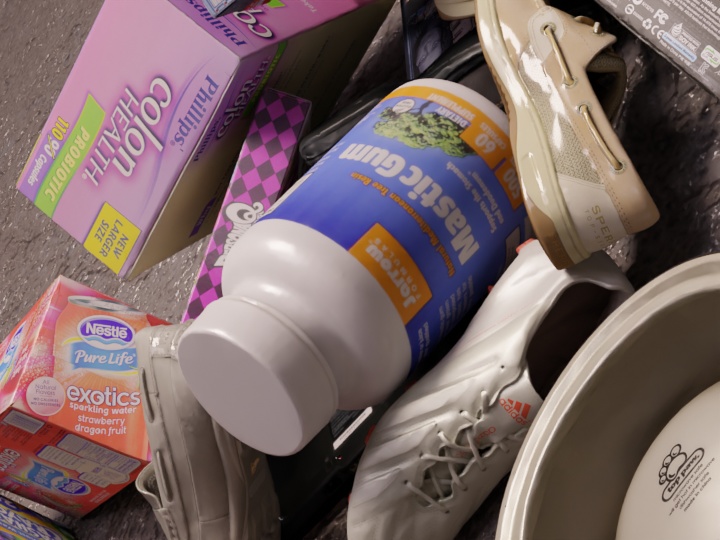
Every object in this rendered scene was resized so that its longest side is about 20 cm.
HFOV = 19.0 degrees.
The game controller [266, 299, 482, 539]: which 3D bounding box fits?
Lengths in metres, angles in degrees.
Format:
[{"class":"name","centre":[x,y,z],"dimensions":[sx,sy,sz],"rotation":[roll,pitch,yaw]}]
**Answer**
[{"class":"game controller","centre":[-0.003,0.069,1.222],"dimensions":[0.200,0.042,0.105],"rotation":[-48,43,25]}]

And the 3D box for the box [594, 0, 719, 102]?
[{"class":"box","centre":[0.176,-0.209,1.059],"dimensions":[0.200,0.047,0.193],"rotation":[44,103,30]}]

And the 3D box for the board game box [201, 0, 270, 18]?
[{"class":"board game box","centre":[-0.006,-0.220,1.227],"dimensions":[0.200,0.062,0.200],"rotation":[-34,-8,11]}]

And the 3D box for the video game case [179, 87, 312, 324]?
[{"class":"video game case","centre":[-0.077,0.018,1.303],"dimensions":[0.181,0.036,0.201],"rotation":[100,-173,-66]}]

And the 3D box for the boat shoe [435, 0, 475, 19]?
[{"class":"boat shoe","centre":[0.115,-0.189,1.162],"dimensions":[0.199,0.065,0.072],"rotation":[-8,20,41]}]

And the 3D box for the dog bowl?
[{"class":"dog bowl","centre":[0.145,0.096,0.876],"dimensions":[0.200,0.074,0.201],"rotation":[-43,31,33]}]

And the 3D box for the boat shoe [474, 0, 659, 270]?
[{"class":"boat shoe","centre":[0.104,-0.092,1.075],"dimensions":[0.065,0.072,0.201],"rotation":[-21,49,14]}]

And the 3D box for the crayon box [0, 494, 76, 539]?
[{"class":"crayon box","centre":[-0.228,0.194,1.385],"dimensions":[0.052,0.126,0.200],"rotation":[-58,26,2]}]

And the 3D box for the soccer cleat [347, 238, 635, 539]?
[{"class":"soccer cleat","centre":[0.062,0.071,1.062],"dimensions":[0.200,0.069,0.078],"rotation":[-56,29,2]}]

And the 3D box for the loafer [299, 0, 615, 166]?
[{"class":"loafer","centre":[0.064,-0.093,1.230],"dimensions":[0.200,0.072,0.073],"rotation":[-29,10,21]}]

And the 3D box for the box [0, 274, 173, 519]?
[{"class":"box","centre":[-0.190,0.088,1.409],"dimensions":[0.200,0.102,0.095],"rotation":[-39,29,64]}]

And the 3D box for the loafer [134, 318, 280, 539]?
[{"class":"loafer","centre":[-0.086,0.119,1.172],"dimensions":[0.070,0.070,0.201],"rotation":[-45,-43,-60]}]

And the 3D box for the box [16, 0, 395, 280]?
[{"class":"box","centre":[-0.093,-0.115,1.348],"dimensions":[0.200,0.097,0.176],"rotation":[-34,-20,-55]}]

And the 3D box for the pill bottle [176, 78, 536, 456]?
[{"class":"pill bottle","centre":[0.000,0.000,1.103],"dimensions":[0.200,0.112,0.112],"rotation":[-46,16,-32]}]

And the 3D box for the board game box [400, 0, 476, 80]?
[{"class":"board game box","centre":[0.101,-0.195,1.298],"dimensions":[0.200,0.035,0.136],"rotation":[-44,30,29]}]
